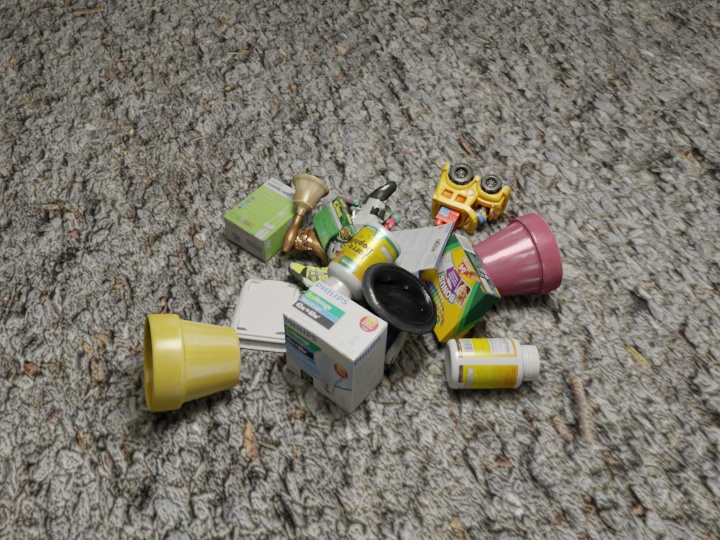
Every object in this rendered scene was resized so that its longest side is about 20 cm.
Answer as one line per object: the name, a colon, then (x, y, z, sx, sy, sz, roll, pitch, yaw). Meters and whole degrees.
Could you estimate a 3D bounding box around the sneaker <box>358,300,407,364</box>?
sneaker: (0.045, 0.118, 1.605, 0.145, 0.081, 0.201, 25, 45, 5)

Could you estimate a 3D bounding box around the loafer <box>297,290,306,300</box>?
loafer: (-0.074, 0.120, 1.619, 0.198, 0.072, 0.063, 31, 65, 15)

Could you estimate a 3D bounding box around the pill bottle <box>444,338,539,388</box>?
pill bottle: (0.292, 0.207, 1.526, 0.197, 0.110, 0.110, 0, 48, -2)

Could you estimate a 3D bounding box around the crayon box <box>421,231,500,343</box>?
crayon box: (0.222, 0.042, 1.631, 0.058, 0.173, 0.201, 17, 37, -37)

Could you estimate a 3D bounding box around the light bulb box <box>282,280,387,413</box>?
light bulb box: (-0.055, 0.166, 1.490, 0.197, 0.202, 0.125, 30, 53, 24)

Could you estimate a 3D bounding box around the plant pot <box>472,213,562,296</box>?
plant pot: (0.371, -0.021, 1.681, 0.177, 0.201, 0.201, -18, 50, -7)

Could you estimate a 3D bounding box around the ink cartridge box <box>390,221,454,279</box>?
ink cartridge box: (0.122, -0.037, 1.665, 0.197, 0.041, 0.200, -7, 33, 29)

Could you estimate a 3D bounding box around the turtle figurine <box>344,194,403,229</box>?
turtle figurine: (0.041, -0.141, 1.843, 0.197, 0.102, 0.150, 17, 49, 20)

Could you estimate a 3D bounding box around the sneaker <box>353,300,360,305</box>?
sneaker: (0.000, 0.000, 1.722, 0.077, 0.066, 0.202, -1, 54, 28)

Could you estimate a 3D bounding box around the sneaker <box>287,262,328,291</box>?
sneaker: (-0.097, 0.024, 1.678, 0.199, 0.075, 0.077, 29, 78, 33)

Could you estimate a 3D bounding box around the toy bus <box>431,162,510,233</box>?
toy bus: (0.285, -0.171, 1.862, 0.198, 0.136, 0.194, 22, 64, 14)

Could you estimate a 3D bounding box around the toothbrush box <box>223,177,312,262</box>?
toothbrush box: (-0.245, -0.138, 1.833, 0.144, 0.087, 0.200, 29, 54, 21)

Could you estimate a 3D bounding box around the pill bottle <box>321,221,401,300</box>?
pill bottle: (-0.006, -0.006, 1.567, 0.112, 0.113, 0.200, 33, 71, 25)

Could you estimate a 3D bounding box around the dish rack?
dish rack: (-0.223, 0.098, 1.652, 0.169, 0.044, 0.202, 6, 48, 4)

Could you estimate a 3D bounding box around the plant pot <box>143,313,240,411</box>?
plant pot: (-0.363, 0.194, 1.475, 0.186, 0.202, 0.202, 0, 46, -24)

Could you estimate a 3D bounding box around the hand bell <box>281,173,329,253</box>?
hand bell: (-0.158, -0.135, 1.752, 0.103, 0.104, 0.202, 14, 68, 11)

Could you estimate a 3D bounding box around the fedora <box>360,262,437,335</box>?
fedora: (0.071, 0.079, 1.513, 0.199, 0.092, 0.203, 24, 43, -24)

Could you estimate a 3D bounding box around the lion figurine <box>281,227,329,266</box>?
lion figurine: (-0.098, -0.055, 1.772, 0.198, 0.073, 0.122, 29, 50, 23)

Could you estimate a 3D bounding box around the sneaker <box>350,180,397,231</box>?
sneaker: (0.035, -0.139, 1.751, 0.200, 0.074, 0.089, -45, 75, 2)

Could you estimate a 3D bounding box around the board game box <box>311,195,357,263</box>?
board game box: (-0.052, -0.075, 1.706, 0.023, 0.104, 0.202, 9, 51, -48)
